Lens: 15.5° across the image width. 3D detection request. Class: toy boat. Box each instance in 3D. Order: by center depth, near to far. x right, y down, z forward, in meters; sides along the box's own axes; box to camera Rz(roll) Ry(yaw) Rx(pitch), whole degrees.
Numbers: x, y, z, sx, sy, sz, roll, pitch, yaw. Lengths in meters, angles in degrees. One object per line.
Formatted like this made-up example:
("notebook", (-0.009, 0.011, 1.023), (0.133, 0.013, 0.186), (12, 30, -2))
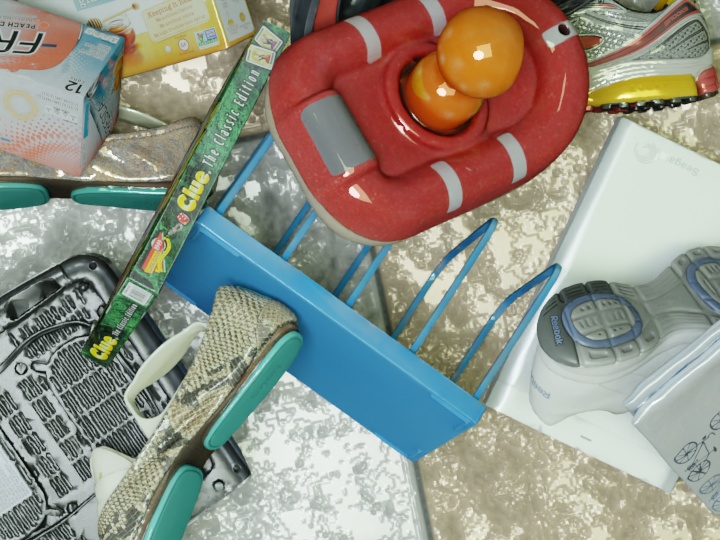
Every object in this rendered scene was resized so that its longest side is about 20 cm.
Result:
("toy boat", (0.052, -0.106, 1.501), (0.200, 0.131, 0.131), (-25, 82, -36))

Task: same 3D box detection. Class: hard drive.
("hard drive", (0.179, 0.022, 1.667), (0.131, 0.026, 0.201), (25, 92, -4))

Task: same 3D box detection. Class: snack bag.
("snack bag", (0.264, 0.056, 1.604), (0.200, 0.189, 0.021), (-39, 57, 3))

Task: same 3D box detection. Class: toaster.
("toaster", (-0.191, 0.095, 1.605), (0.181, 0.119, 0.200), (-35, 95, -1))

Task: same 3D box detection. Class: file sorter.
("file sorter", (0.000, 0.000, 1.595), (0.200, 0.139, 0.123), (35, 70, -4))

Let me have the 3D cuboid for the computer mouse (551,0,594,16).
("computer mouse", (0.118, -0.251, 1.579), (0.140, 0.046, 0.201), (-24, 107, -3))

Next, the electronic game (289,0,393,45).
("electronic game", (0.022, -0.201, 1.564), (0.042, 0.200, 0.200), (33, 91, 15))

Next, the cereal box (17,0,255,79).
("cereal box", (-0.157, -0.216, 1.587), (0.143, 0.039, 0.201), (-12, 102, 34))

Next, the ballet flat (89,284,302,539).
("ballet flat", (-0.110, 0.097, 1.526), (0.075, 0.068, 0.200), (29, 86, 17))

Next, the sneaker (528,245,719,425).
("sneaker", (0.184, 0.043, 1.614), (0.199, 0.087, 0.075), (-8, 52, -26))

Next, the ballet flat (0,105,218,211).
("ballet flat", (-0.188, -0.071, 1.631), (0.199, 0.068, 0.068), (1, 76, -9))

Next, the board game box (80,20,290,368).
("board game box", (-0.101, -0.045, 1.538), (0.023, 0.105, 0.200), (30, 56, -8))

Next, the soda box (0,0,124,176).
("soda box", (-0.244, -0.128, 1.587), (0.199, 0.064, 0.069), (18, 136, 8))

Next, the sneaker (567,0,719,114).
("sneaker", (0.120, -0.136, 1.637), (0.199, 0.078, 0.083), (-5, 89, -12))
